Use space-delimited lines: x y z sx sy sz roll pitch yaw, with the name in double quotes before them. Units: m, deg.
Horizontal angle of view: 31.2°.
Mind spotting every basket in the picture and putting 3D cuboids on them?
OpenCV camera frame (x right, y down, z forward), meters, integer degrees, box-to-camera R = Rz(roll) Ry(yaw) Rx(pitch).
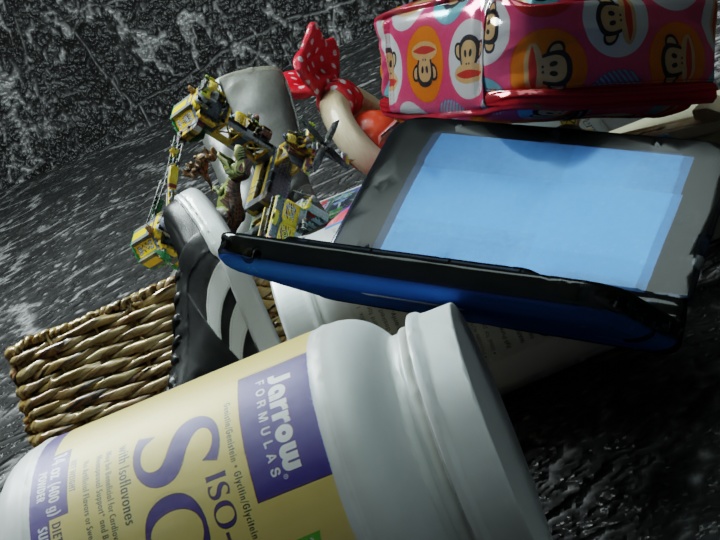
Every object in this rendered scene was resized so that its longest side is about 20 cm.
"basket" -0.111 0.096 0.862 0.199 0.150 0.143 -23 -19 5

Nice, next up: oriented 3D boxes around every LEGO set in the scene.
"LEGO set" -0.091 -0.072 1.065 0.116 0.153 0.201 -26 35 45

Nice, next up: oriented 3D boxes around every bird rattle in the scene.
"bird rattle" 0.009 -0.149 1.282 0.112 0.200 0.164 -38 43 16

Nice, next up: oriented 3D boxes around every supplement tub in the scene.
"supplement tub" -0.031 0.107 0.534 0.199 0.146 0.146 -23 15 8
"supplement tub" 0.060 0.011 0.750 0.199 0.133 0.132 -22 15 4

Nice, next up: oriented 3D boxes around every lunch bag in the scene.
"lunch bag" 0.119 -0.133 0.795 0.175 0.083 0.200 -8 9 -26

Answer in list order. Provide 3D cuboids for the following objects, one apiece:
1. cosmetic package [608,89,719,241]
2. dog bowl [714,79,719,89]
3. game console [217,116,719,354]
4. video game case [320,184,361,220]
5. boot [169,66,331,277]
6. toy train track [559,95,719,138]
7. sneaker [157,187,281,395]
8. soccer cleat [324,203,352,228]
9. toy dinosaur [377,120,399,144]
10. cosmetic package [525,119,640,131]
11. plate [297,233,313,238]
"cosmetic package" 0.178 -0.050 0.886 0.199 0.074 0.104 -20 16 15
"dog bowl" 0.227 -0.151 1.182 0.199 0.059 0.200 -23 16 7
"game console" 0.061 -0.034 0.626 0.199 0.119 0.170 8 -6 28
"video game case" -0.083 -0.022 1.302 0.181 0.023 0.200 -21 14 16
"boot" -0.122 -0.081 1.195 0.181 0.201 0.073 -21 -19 -10
"toy train track" 0.154 -0.093 0.863 0.199 0.033 0.115 -10 21 40
"sneaker" -0.101 0.054 0.748 0.111 0.201 0.073 -25 -19 -9
"soccer cleat" 0.017 -0.045 1.149 0.076 0.067 0.200 -30 7 39
"toy dinosaur" 0.082 -0.183 1.264 0.199 0.106 0.182 8 22 -29
"cosmetic package" 0.140 -0.111 1.068 0.199 0.101 0.072 -11 48 44
"plate" 0.000 0.000 0.962 0.198 0.026 0.200 -7 -12 -1
